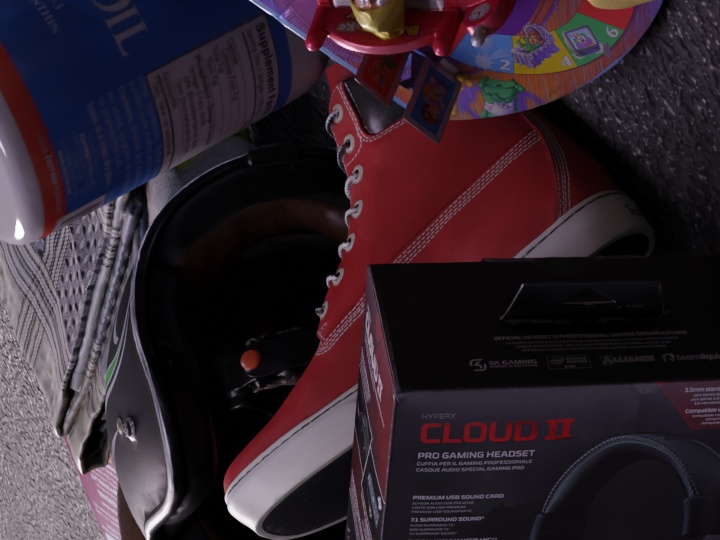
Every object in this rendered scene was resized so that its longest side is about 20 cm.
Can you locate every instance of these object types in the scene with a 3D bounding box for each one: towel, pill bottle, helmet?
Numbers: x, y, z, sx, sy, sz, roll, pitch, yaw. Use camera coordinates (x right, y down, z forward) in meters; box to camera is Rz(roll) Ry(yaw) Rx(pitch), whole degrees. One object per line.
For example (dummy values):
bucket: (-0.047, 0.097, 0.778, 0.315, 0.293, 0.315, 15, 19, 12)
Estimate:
towel: (-0.149, -0.031, 1.333, 0.200, 0.034, 0.193, 60, 142, 36)
pill bottle: (-0.082, -0.103, 1.111, 0.112, 0.200, 0.112, 47, 156, 29)
helmet: (-0.022, 0.062, 1.208, 0.200, 0.200, 0.191, 47, 158, 30)

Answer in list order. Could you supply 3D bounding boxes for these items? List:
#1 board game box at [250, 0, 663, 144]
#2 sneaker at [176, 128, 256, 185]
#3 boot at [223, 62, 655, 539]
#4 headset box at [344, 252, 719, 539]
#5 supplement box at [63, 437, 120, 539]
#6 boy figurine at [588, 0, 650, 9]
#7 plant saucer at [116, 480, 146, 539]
board game box: (0.010, -0.116, 0.944, 0.200, 0.039, 0.158, 34, 136, -17)
sneaker: (-0.094, -0.060, 1.386, 0.105, 0.075, 0.201, 165, 89, -79)
boot: (0.000, 0.000, 1.088, 0.144, 0.200, 0.072, 50, -174, 24)
headset box: (0.073, 0.079, 1.010, 0.077, 0.148, 0.200, -102, 14, -50)
supplement box: (-0.077, 0.094, 1.456, 0.103, 0.131, 0.200, 27, 142, 55)
boy figurine: (0.098, -0.153, 0.827, 0.124, 0.064, 0.200, 45, 155, 34)
plant saucer: (-0.024, 0.128, 1.322, 0.201, 0.200, 0.034, 56, 134, 10)
